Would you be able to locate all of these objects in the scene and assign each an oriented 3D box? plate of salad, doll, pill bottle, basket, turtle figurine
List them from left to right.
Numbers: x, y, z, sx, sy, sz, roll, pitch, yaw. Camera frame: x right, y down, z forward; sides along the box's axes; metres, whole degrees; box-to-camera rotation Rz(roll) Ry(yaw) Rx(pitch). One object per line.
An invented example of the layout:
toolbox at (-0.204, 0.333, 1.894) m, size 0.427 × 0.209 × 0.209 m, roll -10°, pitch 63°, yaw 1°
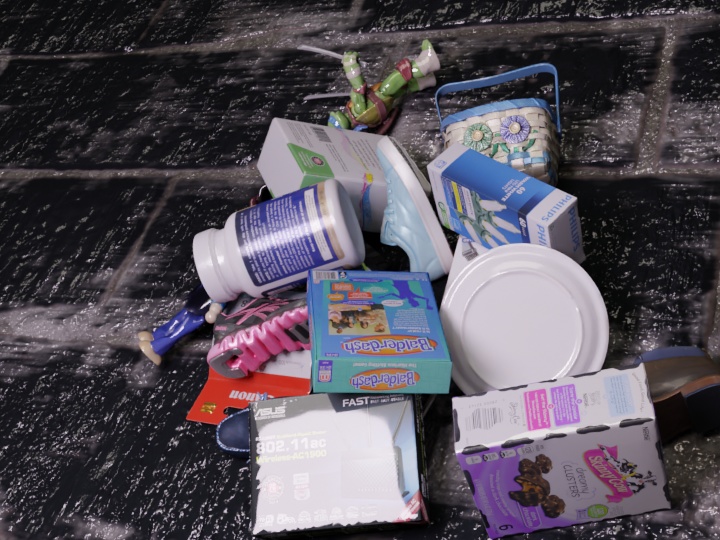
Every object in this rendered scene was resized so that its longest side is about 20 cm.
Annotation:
doll at (-0.212, 0.044, 1.536) m, size 0.200 × 0.049 × 0.136 m, roll -43°, pitch 19°, yaw 1°
pill bottle at (-0.103, -0.032, 1.437) m, size 0.198 × 0.116 × 0.116 m, roll -18°, pitch 43°, yaw 9°
turtle figurine at (0.013, -0.303, 1.753) m, size 0.192 × 0.145 × 0.201 m, roll -26°, pitch 47°, yaw -8°
basket at (0.197, -0.190, 1.563) m, size 0.174 × 0.139 × 0.202 m, roll -13°, pitch 54°, yaw 13°
plate of salad at (0.189, 0.070, 1.323) m, size 0.197 × 0.048 × 0.203 m, roll 0°, pitch 92°, yaw 14°

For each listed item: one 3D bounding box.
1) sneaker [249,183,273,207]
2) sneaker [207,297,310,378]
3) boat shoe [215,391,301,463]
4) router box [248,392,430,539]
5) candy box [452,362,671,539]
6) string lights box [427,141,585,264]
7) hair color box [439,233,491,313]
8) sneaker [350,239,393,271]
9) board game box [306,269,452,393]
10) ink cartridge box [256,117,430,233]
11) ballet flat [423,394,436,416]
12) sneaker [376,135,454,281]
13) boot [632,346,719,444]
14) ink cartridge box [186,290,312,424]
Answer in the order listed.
sneaker at (-0.106, -0.101, 1.621) m, size 0.075 × 0.116 × 0.201 m, roll -12°, pitch 44°, yaw 19°
sneaker at (-0.106, 0.060, 1.443) m, size 0.198 × 0.079 × 0.096 m, roll -20°, pitch 43°, yaw 11°
boat shoe at (-0.085, 0.176, 1.363) m, size 0.198 × 0.069 × 0.085 m, roll -17°, pitch 75°, yaw 10°
router box at (-0.025, 0.215, 1.268) m, size 0.197 × 0.062 × 0.152 m, roll -8°, pitch 70°, yaw 11°
candy box at (0.209, 0.189, 1.169) m, size 0.198 × 0.169 × 0.072 m, roll -12°, pitch 44°, yaw 12°
string lights box at (0.178, -0.072, 1.394) m, size 0.059 × 0.103 × 0.199 m, roll -39°, pitch 46°, yaw -21°
hair color box at (0.177, -0.004, 1.448) m, size 0.110 × 0.064 × 0.201 m, roll 0°, pitch 49°, yaw 21°
sneaker at (0.000, 0.000, 1.532) m, size 0.082 × 0.072 × 0.201 m, roll 17°, pitch 25°, yaw -20°
board game box at (0.016, 0.067, 1.301) m, size 0.150 × 0.045 × 0.201 m, roll 2°, pitch 29°, yaw -5°
ink cartridge box at (-0.023, -0.128, 1.566) m, size 0.198 × 0.085 × 0.145 m, roll 5°, pitch 34°, yaw -29°
ballet flat at (0.065, 0.127, 1.378) m, size 0.063 × 0.076 × 0.202 m, roll 19°, pitch 56°, yaw -1°
sneaker at (0.054, -0.073, 1.485) m, size 0.081 × 0.202 × 0.074 m, roll -25°, pitch 5°, yaw 4°
boot at (0.311, 0.144, 1.257) m, size 0.198 × 0.075 × 0.097 m, roll -14°, pitch 26°, yaw 9°
ink cartridge box at (-0.128, 0.112, 1.477) m, size 0.158 × 0.048 × 0.201 m, roll 4°, pitch 48°, yaw 26°
